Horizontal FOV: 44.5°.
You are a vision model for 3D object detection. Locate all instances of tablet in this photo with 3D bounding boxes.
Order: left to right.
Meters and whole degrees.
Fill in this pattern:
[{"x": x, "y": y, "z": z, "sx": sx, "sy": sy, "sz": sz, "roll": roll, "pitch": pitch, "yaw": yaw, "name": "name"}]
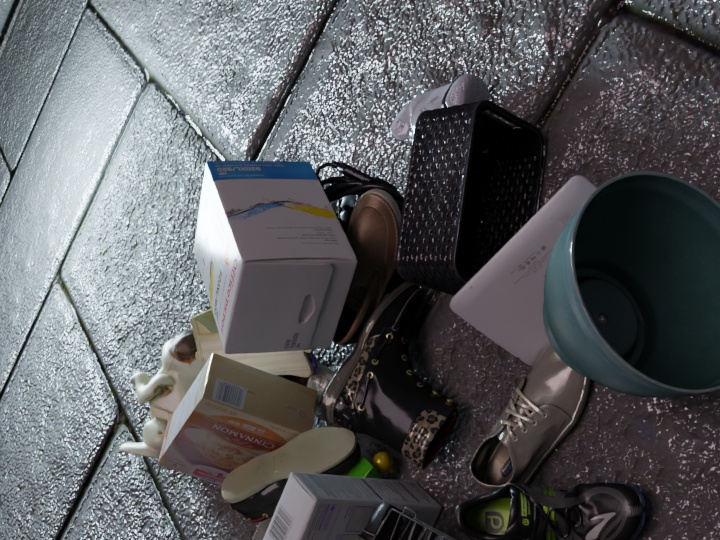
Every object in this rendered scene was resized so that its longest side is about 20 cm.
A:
[{"x": 0.202, "y": 0.007, "z": 0.914, "sx": 0.200, "sy": 0.129, "sz": 0.014, "roll": -47, "pitch": 18, "yaw": 27, "name": "tablet"}]

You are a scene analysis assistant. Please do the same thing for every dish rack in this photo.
[{"x": 0.109, "y": 0.306, "z": 0.905, "sx": 0.199, "sy": 0.153, "sz": 0.055, "roll": 14, "pitch": 72, "yaw": 48, "name": "dish rack"}]

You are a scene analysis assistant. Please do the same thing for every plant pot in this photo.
[{"x": 0.250, "y": 0.029, "z": 0.817, "sx": 0.134, "sy": 0.198, "sz": 0.203, "roll": 131, "pitch": 139, "yaw": -62, "name": "plant pot"}]

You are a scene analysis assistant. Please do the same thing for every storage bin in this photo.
[{"x": 0.127, "y": -0.077, "z": 1.006, "sx": 0.093, "sy": 0.134, "sz": 0.203, "roll": -1, "pitch": 77, "yaw": 47, "name": "storage bin"}]

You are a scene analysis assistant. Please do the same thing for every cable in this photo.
[{"x": -0.001, "y": -0.041, "z": 1.142, "sx": 0.199, "sy": 0.051, "sz": 0.165, "roll": 29, "pitch": 109, "yaw": 27, "name": "cable"}]

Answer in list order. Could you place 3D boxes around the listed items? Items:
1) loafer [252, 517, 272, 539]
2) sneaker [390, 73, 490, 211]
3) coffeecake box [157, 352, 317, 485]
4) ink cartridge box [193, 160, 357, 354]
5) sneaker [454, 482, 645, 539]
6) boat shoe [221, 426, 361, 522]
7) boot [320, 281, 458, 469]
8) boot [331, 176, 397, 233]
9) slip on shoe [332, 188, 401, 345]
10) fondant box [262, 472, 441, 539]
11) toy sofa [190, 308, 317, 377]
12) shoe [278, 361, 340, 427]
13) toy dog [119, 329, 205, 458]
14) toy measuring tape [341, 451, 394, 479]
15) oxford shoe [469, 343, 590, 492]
[{"x": -0.098, "y": 0.309, "z": 1.188, "sx": 0.070, "sy": 0.069, "sz": 0.201, "roll": 47, "pitch": 113, "yaw": 44, "name": "loafer"}, {"x": 0.094, "y": -0.146, "z": 1.116, "sx": 0.114, "sy": 0.075, "sz": 0.203, "roll": 1, "pitch": 74, "yaw": 49, "name": "sneaker"}, {"x": -0.169, "y": 0.214, "z": 1.192, "sx": 0.200, "sy": 0.152, "sz": 0.074, "roll": -52, "pitch": 23, "yaw": 44, "name": "coffeecake box"}, {"x": -0.113, "y": -0.019, "z": 1.091, "sx": 0.201, "sy": 0.143, "sz": 0.148, "roll": -117, "pitch": 34, "yaw": -44, "name": "ink cartridge box"}, {"x": 0.183, "y": 0.248, "z": 0.873, "sx": 0.197, "sy": 0.082, "sz": 0.072, "roll": -12, "pitch": 68, "yaw": 30, "name": "sneaker"}, {"x": -0.080, "y": 0.256, "z": 1.106, "sx": 0.200, "sy": 0.063, "sz": 0.074, "roll": -28, "pitch": 29, "yaw": 21, "name": "boat shoe"}, {"x": 0.062, "y": 0.126, "z": 1.071, "sx": 0.153, "sy": 0.074, "sz": 0.205, "roll": 26, "pitch": 72, "yaw": 27, "name": "boot"}, {"x": -0.031, "y": -0.026, "z": 1.232, "sx": 0.198, "sy": 0.065, "sz": 0.167, "roll": -14, "pitch": 81, "yaw": 34, "name": "boot"}, {"x": 0.000, "y": 0.000, "z": 1.093, "sx": 0.075, "sy": 0.060, "sz": 0.202, "roll": 26, "pitch": 115, "yaw": 23, "name": "slip on shoe"}, {"x": -0.016, "y": 0.312, "z": 0.997, "sx": 0.058, "sy": 0.198, "sz": 0.146, "roll": 33, "pitch": 102, "yaw": 49, "name": "fondant box"}, {"x": -0.132, "y": 0.094, "z": 1.229, "sx": 0.198, "sy": 0.083, "sz": 0.099, "roll": -8, "pitch": 100, "yaw": 29, "name": "toy sofa"}, {"x": -0.071, "y": 0.158, "z": 1.217, "sx": 0.199, "sy": 0.053, "sz": 0.071, "roll": 30, "pitch": 100, "yaw": 48, "name": "shoe"}, {"x": -0.272, "y": 0.192, "z": 1.372, "sx": 0.192, "sy": 0.139, "sz": 0.203, "roll": -2, "pitch": 77, "yaw": 34, "name": "toy dog"}, {"x": -0.021, "y": 0.309, "z": 1.087, "sx": 0.201, "sy": 0.073, "sz": 0.073, "roll": -53, "pitch": 43, "yaw": 0, "name": "toy measuring tape"}, {"x": 0.180, "y": 0.158, "z": 0.936, "sx": 0.075, "sy": 0.057, "sz": 0.202, "roll": 43, "pitch": 109, "yaw": 47, "name": "oxford shoe"}]
